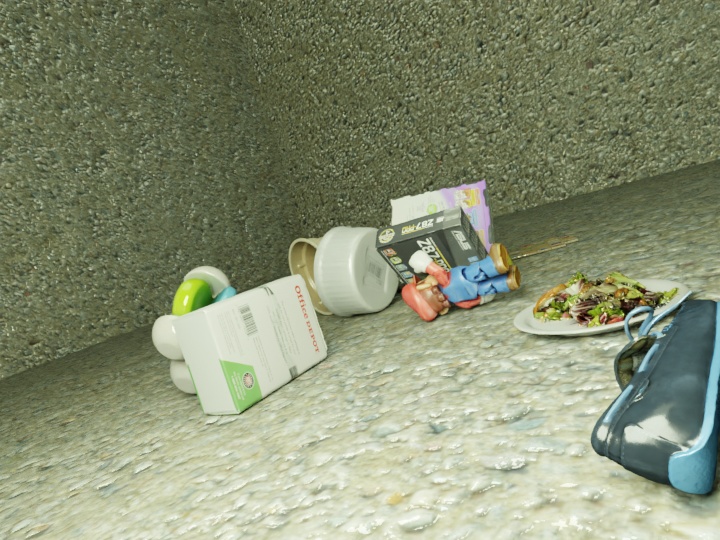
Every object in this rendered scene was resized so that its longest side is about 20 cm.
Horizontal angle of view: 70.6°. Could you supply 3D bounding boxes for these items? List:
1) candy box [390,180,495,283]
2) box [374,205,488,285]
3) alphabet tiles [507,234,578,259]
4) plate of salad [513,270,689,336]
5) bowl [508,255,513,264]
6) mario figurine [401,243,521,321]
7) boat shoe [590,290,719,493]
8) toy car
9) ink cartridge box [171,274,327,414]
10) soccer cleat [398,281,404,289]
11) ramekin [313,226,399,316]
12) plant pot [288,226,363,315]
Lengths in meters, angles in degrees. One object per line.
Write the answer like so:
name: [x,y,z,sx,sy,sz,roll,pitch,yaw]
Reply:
candy box: [0.164,-0.075,1.022,0.199,0.169,0.072,-8,-26,19]
box: [0.143,-0.017,0.912,0.160,0.200,0.049,-15,47,27]
alphabet tiles: [0.442,-0.057,1.291,0.199,0.006,0.166,-15,5,17]
plate of salad: [0.285,0.033,0.624,0.199,0.048,0.200,-16,5,1]
bowl: [0.223,-0.024,1.100,0.199,0.108,0.200,-17,5,2]
mario figurine: [0.159,0.010,0.855,0.199,0.124,0.106,-20,0,31]
boat shoe: [0.208,0.063,0.348,0.068,0.085,0.199,2,14,38]
toy car: [-0.238,0.101,0.856,0.149,0.201,0.176,3,39,12]
ink cartridge box: [-0.156,0.104,0.764,0.084,0.147,0.200,-15,5,36]
soccer cleat: [0.100,0.016,1.313,0.068,0.086,0.200,6,-5,35]
ramekin: [0.000,0.000,1.109,0.097,0.202,0.200,-3,12,38]
plant pot: [-0.049,-0.017,1.285,0.183,0.202,0.200,-27,10,-34]
